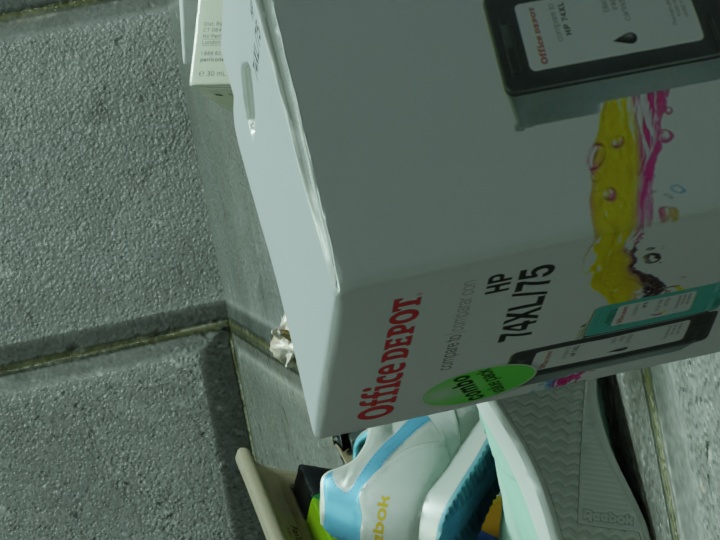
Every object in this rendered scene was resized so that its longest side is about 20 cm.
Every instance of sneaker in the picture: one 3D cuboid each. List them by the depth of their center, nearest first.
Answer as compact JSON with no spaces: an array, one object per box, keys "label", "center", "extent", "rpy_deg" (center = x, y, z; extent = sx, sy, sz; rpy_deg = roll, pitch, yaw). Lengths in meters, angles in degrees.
[{"label":"sneaker","center":[0.082,0.076,1.319],"extent":[0.118,0.073,0.202],"rpy_deg":[134,122,-73]},{"label":"sneaker","center":[0.042,0.090,1.403],"extent":[0.200,0.080,0.077],"rpy_deg":[-46,-35,-60]}]

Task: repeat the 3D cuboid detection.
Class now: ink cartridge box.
[{"label":"ink cartridge box","center":[0.066,-0.054,0.807],"extent":[0.147,0.199,0.147],"rpy_deg":[99,158,-70]}]

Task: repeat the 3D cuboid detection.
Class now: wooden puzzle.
[{"label":"wooden puzzle","center":[0.038,0.153,1.417],"extent":[0.185,0.199,0.037],"rpy_deg":[-121,49,-67]}]

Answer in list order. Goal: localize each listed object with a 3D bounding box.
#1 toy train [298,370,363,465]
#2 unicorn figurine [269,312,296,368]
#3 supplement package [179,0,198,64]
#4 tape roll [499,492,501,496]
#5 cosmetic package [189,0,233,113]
[{"label":"toy train","center":[-0.012,0.091,1.670],"extent":[0.200,0.034,0.046],"rpy_deg":[-122,19,-71]},{"label":"unicorn figurine","center":[0.000,0.000,1.581],"extent":[0.200,0.136,0.074],"rpy_deg":[-113,15,-55]},{"label":"supplement package","center":[-0.059,-0.232,1.671],"extent":[0.200,0.119,0.122],"rpy_deg":[95,173,-63]},{"label":"tape roll","center":[0.047,0.118,1.663],"extent":[0.202,0.070,0.204],"rpy_deg":[169,90,-83]},{"label":"cosmetic package","center":[-0.030,-0.181,1.371],"extent":[0.105,0.071,0.202],"rpy_deg":[24,-110,-67]}]
